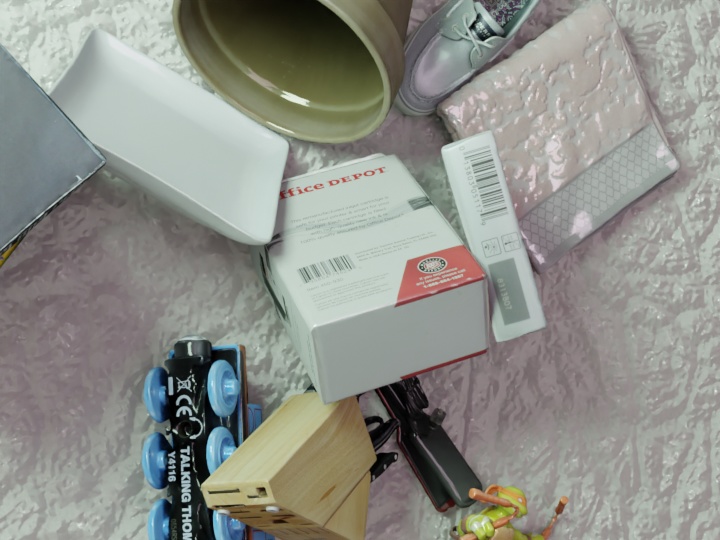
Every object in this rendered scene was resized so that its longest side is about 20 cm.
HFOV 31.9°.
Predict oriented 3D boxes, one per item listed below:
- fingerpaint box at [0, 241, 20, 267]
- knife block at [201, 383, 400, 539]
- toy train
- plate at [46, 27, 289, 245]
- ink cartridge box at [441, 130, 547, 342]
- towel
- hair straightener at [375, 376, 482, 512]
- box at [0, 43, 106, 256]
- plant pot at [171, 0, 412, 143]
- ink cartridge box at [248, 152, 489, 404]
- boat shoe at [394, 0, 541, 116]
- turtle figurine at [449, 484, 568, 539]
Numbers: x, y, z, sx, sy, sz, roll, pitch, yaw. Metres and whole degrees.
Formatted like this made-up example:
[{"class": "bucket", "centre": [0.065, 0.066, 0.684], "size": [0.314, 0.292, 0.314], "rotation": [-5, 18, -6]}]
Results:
[{"class": "fingerpaint box", "centre": [-0.344, -0.093, 1.000], "size": [0.200, 0.073, 0.167], "rotation": [39, 77, -12]}, {"class": "knife block", "centre": [-0.039, 0.131, 1.030], "size": [0.200, 0.064, 0.176], "rotation": [38, 49, -51]}, {"class": "toy train", "centre": [-0.124, 0.155, 1.038], "size": [0.086, 0.114, 0.201], "rotation": [-7, 79, 18]}, {"class": "plate", "centre": [-0.155, -0.106, 1.022], "size": [0.199, 0.200, 0.032], "rotation": [29, 116, -14]}, {"class": "ink cartridge box", "centre": [0.111, -0.032, 1.073], "size": [0.057, 0.200, 0.163], "rotation": [-16, 92, 9]}, {"class": "towel", "centre": [0.192, -0.124, 1.182], "size": [0.200, 0.032, 0.192], "rotation": [-35, 106, -17]}, {"class": "hair straightener", "centre": [0.054, 0.121, 1.116], "size": [0.041, 0.077, 0.201], "rotation": [-28, 93, -35]}, {"class": "box", "centre": [-0.298, -0.046, 0.871], "size": [0.198, 0.200, 0.123], "rotation": [-43, 102, -15]}, {"class": "plant pot", "centre": [-0.032, -0.236, 1.063], "size": [0.200, 0.200, 0.174], "rotation": [35, 60, -13]}, {"class": "ink cartridge box", "centre": [0.000, 0.000, 1.033], "size": [0.146, 0.200, 0.083], "rotation": [-16, 128, -12]}, {"class": "boat shoe", "centre": [0.104, -0.225, 1.150], "size": [0.070, 0.071, 0.201], "rotation": [43, 78, -12]}, {"class": "turtle figurine", "centre": [0.102, 0.251, 1.108], "size": [0.064, 0.200, 0.162], "rotation": [29, 89, 30]}]
